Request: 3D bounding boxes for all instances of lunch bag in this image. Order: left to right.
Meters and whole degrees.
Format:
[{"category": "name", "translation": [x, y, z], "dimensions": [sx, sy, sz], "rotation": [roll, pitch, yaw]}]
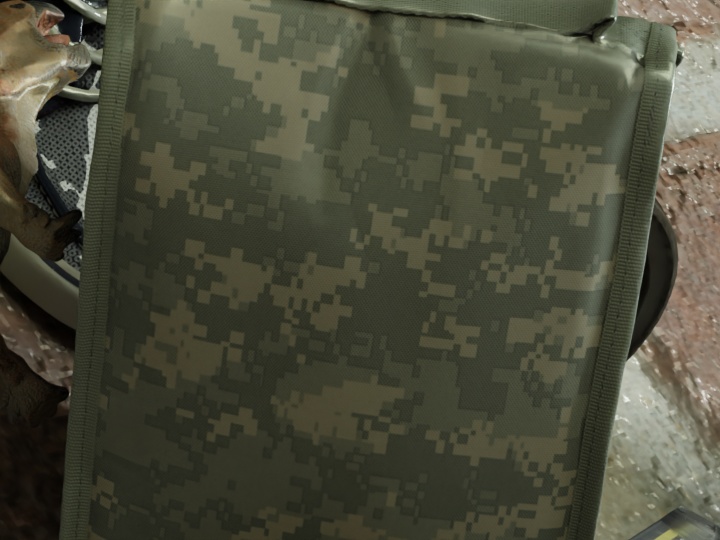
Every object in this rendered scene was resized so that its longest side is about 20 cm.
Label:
[{"category": "lunch bag", "translation": [0.000, 0.000, 0.818], "dimensions": [0.163, 0.201, 0.118], "rotation": [9, 29, 0]}]

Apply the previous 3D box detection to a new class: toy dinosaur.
[{"category": "toy dinosaur", "translation": [-0.154, -0.027, 0.826], "dimensions": [0.136, 0.086, 0.200], "rotation": [46, 25, 28]}]

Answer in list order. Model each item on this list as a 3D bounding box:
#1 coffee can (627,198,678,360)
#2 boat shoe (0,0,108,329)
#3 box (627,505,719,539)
[{"category": "coffee can", "translation": [0.010, -0.056, 0.992], "dimensions": [0.146, 0.147, 0.201], "rotation": [12, 41, -36]}, {"category": "boat shoe", "translation": [-0.102, -0.078, 0.954], "dimensions": [0.074, 0.093, 0.201], "rotation": [2, 48, -44]}, {"category": "box", "translation": [0.093, 0.157, 0.811], "dimensions": [0.161, 0.049, 0.200], "rotation": [28, 39, 34]}]
